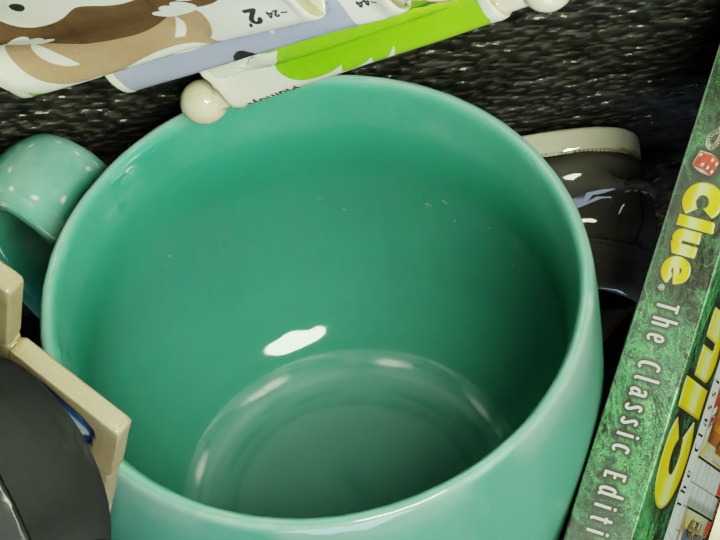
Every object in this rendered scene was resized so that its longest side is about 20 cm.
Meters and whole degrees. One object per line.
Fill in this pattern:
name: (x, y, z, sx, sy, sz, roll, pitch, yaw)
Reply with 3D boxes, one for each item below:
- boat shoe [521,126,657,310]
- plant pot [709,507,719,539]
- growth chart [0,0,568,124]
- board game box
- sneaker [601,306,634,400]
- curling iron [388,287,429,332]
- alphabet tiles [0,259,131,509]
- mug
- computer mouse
boat shoe: (0.000, 0.000, 0.831, 0.199, 0.057, 0.067, -12, 165, 18)
plant pot: (0.045, 0.074, 0.951, 0.198, 0.189, 0.187, 9, 165, -4)
growth chart: (-0.063, -0.069, 0.610, 0.144, 0.018, 0.199, -18, 162, 39)
board game box: (0.095, 0.028, 0.724, 0.023, 0.201, 0.105, 16, 175, 22)
sneaker: (0.044, 0.079, 0.817, 0.200, 0.079, 0.079, -36, -142, -27)
curling iron: (-0.021, 0.070, 0.858, 0.049, 0.026, 0.200, 35, 135, 2)
alphabet tiles: (-0.130, 0.010, 0.661, 0.008, 0.167, 0.200, -49, 173, -23)
mug: (-0.012, 0.028, 0.728, 0.151, 0.186, 0.115, -22, 142, -9)
computer mouse: (-0.112, 0.040, 0.634, 0.046, 0.141, 0.200, -27, 168, -24)
